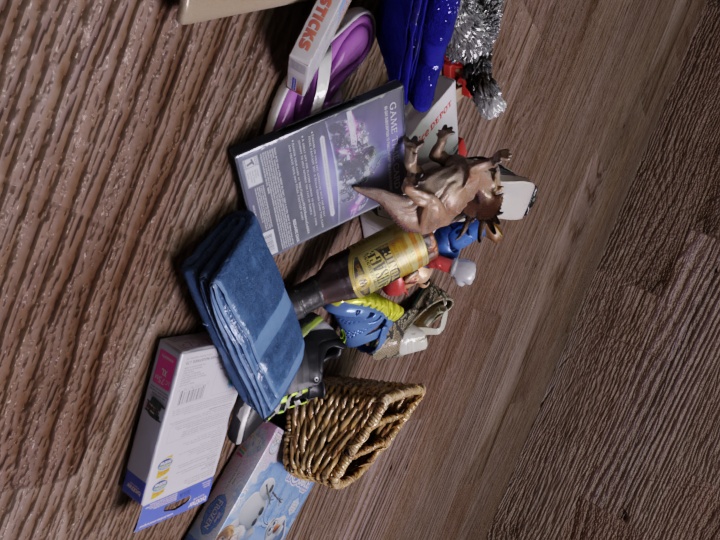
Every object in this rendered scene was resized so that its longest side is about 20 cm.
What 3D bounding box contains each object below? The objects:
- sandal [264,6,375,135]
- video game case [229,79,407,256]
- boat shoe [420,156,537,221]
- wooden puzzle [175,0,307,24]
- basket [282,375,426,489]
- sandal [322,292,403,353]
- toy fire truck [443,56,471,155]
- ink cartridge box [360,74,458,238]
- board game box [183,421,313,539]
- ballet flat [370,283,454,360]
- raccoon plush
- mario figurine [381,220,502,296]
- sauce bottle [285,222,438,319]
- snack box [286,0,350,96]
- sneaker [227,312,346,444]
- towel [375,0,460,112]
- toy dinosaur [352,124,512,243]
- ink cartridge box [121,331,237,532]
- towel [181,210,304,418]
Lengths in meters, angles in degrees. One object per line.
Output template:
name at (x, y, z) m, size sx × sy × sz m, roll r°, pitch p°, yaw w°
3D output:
sandal at (-0.036, -0.193, 0.762) m, size 0.206 × 0.049 × 0.083 m, roll -60°, pitch 151°, yaw -12°
video game case at (-0.036, -0.105, 0.780) m, size 0.196 × 0.019 × 0.145 m, roll -27°, pitch 139°, yaw -19°
boat shoe at (0.129, -0.112, 0.939) m, size 0.196 × 0.093 × 0.076 m, roll 6°, pitch 114°, yaw -33°
wooden puzzle at (-0.086, -0.314, 0.583) m, size 0.184 × 0.046 × 0.204 m, roll -34°, pitch 144°, yaw -48°
basket at (-0.003, 0.224, 0.992) m, size 0.199 × 0.145 × 0.147 m, roll 18°, pitch 77°, yaw -71°
sandal at (0.000, 0.069, 1.013) m, size 0.089 × 0.078 × 0.199 m, roll -62°, pitch 152°, yaw 0°
toy fire truck at (0.129, -0.255, 1.024) m, size 0.144 × 0.048 × 0.200 m, roll -62°, pitch 153°, yaw -9°
ink cartridge box at (0.063, -0.136, 0.953) m, size 0.147 × 0.084 × 0.203 m, roll -51°, pitch 148°, yaw -28°
board game box at (-0.139, 0.317, 0.983) m, size 0.202 × 0.043 × 0.201 m, roll -61°, pitch 153°, yaw -15°
ballet flat at (0.097, 0.091, 1.211) m, size 0.199 × 0.074 × 0.069 m, roll -40°, pitch 145°, yaw -41°
raccoon plush at (0.117, -0.285, 0.853) m, size 0.096 × 0.204 × 0.133 m, roll -32°, pitch 171°, yaw 34°
mario figurine at (0.115, -0.021, 1.063) m, size 0.197 × 0.108 × 0.123 m, roll -32°, pitch -179°, yaw 18°
sauce bottle at (0.000, 0.000, 0.888) m, size 0.196 × 0.067 × 0.067 m, roll -29°, pitch 144°, yaw -8°
snack box at (-0.020, -0.273, 0.707) m, size 0.072 × 0.024 × 0.204 m, roll 129°, pitch -15°, yaw -78°
sneaker at (-0.080, 0.133, 0.873) m, size 0.201 × 0.082 × 0.072 m, roll -53°, pitch 173°, yaw -34°
towel at (0.051, -0.280, 0.735) m, size 0.048 × 0.151 × 0.201 m, roll -11°, pitch 154°, yaw -12°
toy dinosaur at (0.094, -0.081, 0.823) m, size 0.195 × 0.087 × 0.138 m, roll -20°, pitch 138°, yaw -12°
ink cartridge box at (-0.187, 0.166, 0.777) m, size 0.118 × 0.041 × 0.206 m, roll -4°, pitch 112°, yaw -62°
towel at (-0.110, 0.047, 0.760) m, size 0.113 × 0.047 × 0.203 m, roll -59°, pitch 143°, yaw -42°
